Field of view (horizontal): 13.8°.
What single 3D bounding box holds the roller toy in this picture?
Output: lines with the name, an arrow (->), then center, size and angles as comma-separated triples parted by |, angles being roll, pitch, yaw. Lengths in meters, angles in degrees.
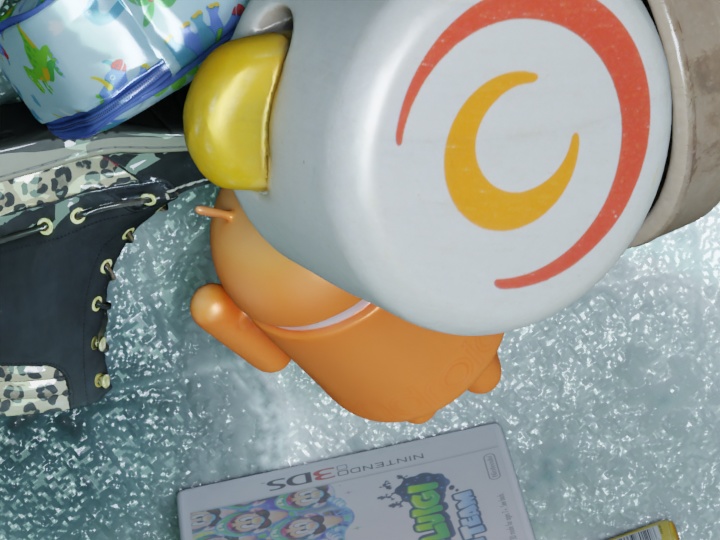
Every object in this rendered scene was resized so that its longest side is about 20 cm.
roller toy -> 0.033, -0.070, 1.353 | 0.200, 0.140, 0.183 | -44, 123, -14

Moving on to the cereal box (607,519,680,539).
cereal box -> 0.139, 0.252, 1.652 | 0.143, 0.040, 0.201 | -21, 108, 3

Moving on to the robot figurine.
robot figurine -> 0.001, -0.001, 1.501 | 0.200, 0.143, 0.117 | 45, 63, -47

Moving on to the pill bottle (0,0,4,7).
pill bottle -> -0.260, -0.184, 1.394 | 0.199, 0.113, 0.114 | 15, 106, -25

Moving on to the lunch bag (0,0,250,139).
lunch bag -> -0.081, -0.145, 1.433 | 0.200, 0.161, 0.083 | -39, 101, -16

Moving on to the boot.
boot -> -0.130, -0.013, 1.538 | 0.202, 0.074, 0.155 | -8, 117, -10

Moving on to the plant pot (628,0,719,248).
plant pot -> 0.167, -0.130, 1.464 | 0.174, 0.200, 0.201 | -19, 110, -25

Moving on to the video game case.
video game case -> 0.000, 0.152, 1.526 | 0.181, 0.200, 0.024 | -12, 118, -1
